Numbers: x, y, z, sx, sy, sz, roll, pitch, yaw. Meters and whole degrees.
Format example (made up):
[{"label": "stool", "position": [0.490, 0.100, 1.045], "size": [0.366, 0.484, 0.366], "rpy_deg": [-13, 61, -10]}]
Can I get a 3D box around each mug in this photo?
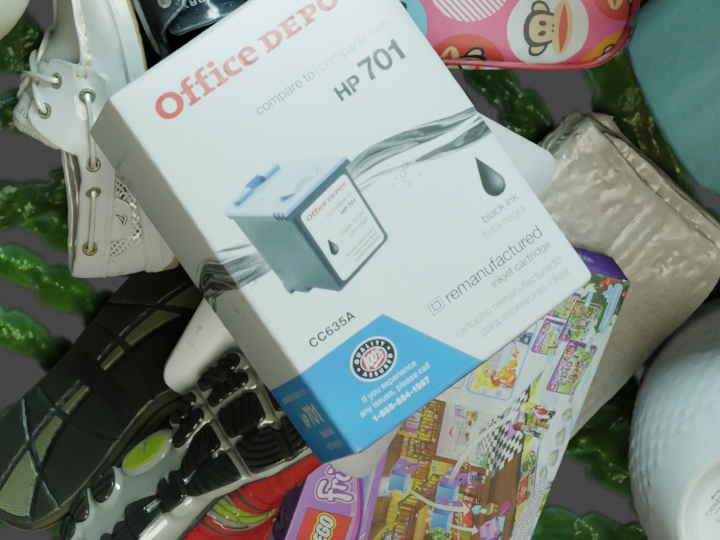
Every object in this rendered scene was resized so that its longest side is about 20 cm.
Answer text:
[{"label": "mug", "position": [0.233, 0.088, 1.325], "size": [0.200, 0.175, 0.148], "rpy_deg": [-40, 96, 17]}]

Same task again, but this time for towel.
[{"label": "towel", "position": [0.100, 0.018, 1.372], "size": [0.132, 0.035, 0.200], "rpy_deg": [41, 99, -23]}]

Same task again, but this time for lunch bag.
[{"label": "lunch bag", "position": [0.082, -0.201, 1.251], "size": [0.175, 0.082, 0.202], "rpy_deg": [1, 111, -14]}]

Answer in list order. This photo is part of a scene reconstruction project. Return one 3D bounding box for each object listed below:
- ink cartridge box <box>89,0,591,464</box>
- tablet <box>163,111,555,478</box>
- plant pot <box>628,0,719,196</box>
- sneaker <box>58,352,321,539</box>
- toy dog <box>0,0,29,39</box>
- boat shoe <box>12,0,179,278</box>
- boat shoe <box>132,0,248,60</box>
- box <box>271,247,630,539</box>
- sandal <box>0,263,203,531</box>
[{"label": "ink cartridge box", "position": [-0.011, -0.032, 1.179], "size": [0.146, 0.086, 0.201], "rpy_deg": [-36, 92, -13]}, {"label": "tablet", "position": [0.000, 0.000, 1.274], "size": [0.129, 0.014, 0.201], "rpy_deg": [27, 102, -20]}, {"label": "plant pot", "position": [0.248, -0.119, 1.217], "size": [0.196, 0.201, 0.200], "rpy_deg": [-34, 117, 25]}, {"label": "sneaker", "position": [-0.064, 0.106, 1.272], "size": [0.199, 0.077, 0.085], "rpy_deg": [-35, 139, 20]}, {"label": "toy dog", "position": [-0.208, -0.124, 1.165], "size": [0.139, 0.195, 0.200], "rpy_deg": [2, 145, -28]}, {"label": "boat shoe", "position": [-0.140, -0.084, 1.251], "size": [0.069, 0.071, 0.201], "rpy_deg": [-14, 115, -10]}, {"label": "boat shoe", "position": [-0.083, -0.141, 1.243], "size": [0.071, 0.068, 0.201], "rpy_deg": [-19, 115, -6]}, {"label": "box", "position": [0.046, 0.072, 1.342], "size": [0.136, 0.039, 0.201], "rpy_deg": [14, 108, -18]}, {"label": "sandal", "position": [-0.118, 0.060, 1.322], "size": [0.201, 0.080, 0.057], "rpy_deg": [-40, 157, -3]}]
